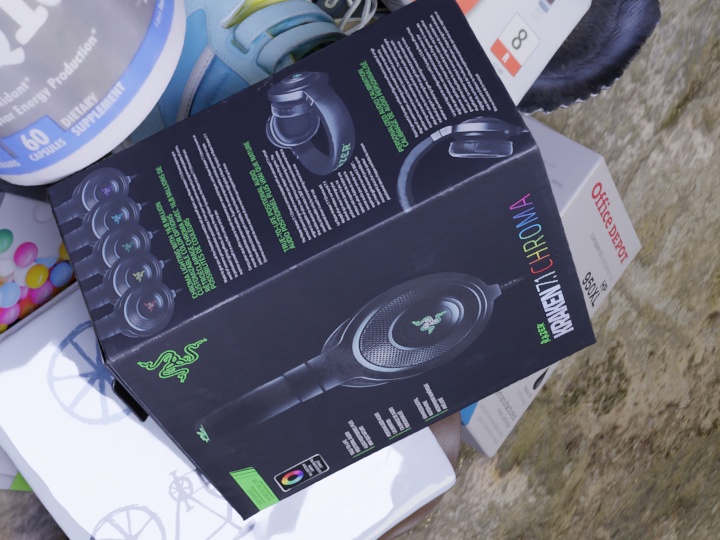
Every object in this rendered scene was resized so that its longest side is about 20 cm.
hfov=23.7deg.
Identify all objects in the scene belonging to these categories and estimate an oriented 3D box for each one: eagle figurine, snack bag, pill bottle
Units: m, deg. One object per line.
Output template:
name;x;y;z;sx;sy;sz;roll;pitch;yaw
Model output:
eagle figurine;0.113;-0.167;1.060;0.201;0.150;0.152;-67;160;-8
snack bag;-0.068;0.076;0.849;0.188;0.201;0.021;-36;-171;-12
pill bottle;-0.168;-0.132;0.664;0.114;0.113;0.200;-54;132;-8

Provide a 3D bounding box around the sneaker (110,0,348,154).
sneaker;-0.040;-0.130;0.765;0.079;0.130;0.202;0;107;-48

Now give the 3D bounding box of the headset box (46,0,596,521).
headset box;-0.016;0.003;0.737;0.199;0.093;0.174;-26;148;1

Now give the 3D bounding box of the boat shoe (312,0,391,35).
boat shoe;-0.004;-0.167;0.946;0.199;0.062;0.075;-9;123;-52

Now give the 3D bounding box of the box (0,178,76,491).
box;-0.184;0.031;0.855;0.199;0.041;0.157;14;105;-49

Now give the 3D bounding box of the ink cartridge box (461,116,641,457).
ink cartridge box;0.102;0.011;1.227;0.201;0.084;0.145;-53;149;-10

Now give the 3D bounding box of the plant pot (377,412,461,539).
plant pot;-0.045;0.094;1.005;0.198;0.199;0.201;2;115;-64

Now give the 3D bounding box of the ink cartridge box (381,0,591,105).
ink cartridge box;0.085;-0.211;0.915;0.200;0.050;0.162;-51;128;-3
